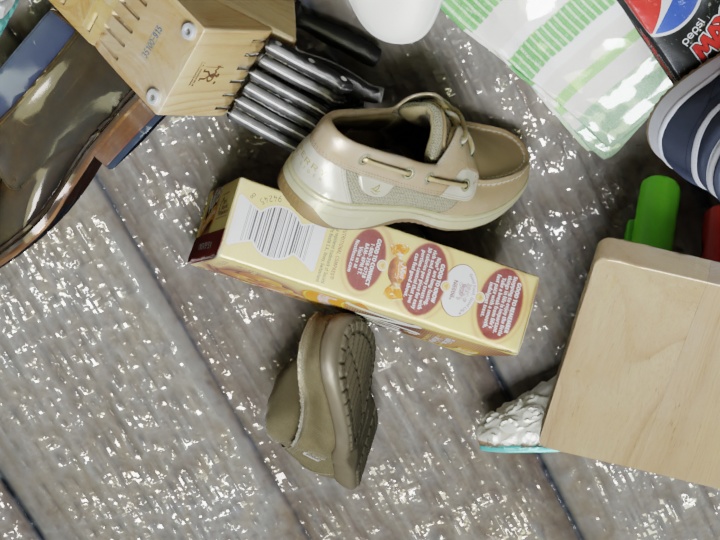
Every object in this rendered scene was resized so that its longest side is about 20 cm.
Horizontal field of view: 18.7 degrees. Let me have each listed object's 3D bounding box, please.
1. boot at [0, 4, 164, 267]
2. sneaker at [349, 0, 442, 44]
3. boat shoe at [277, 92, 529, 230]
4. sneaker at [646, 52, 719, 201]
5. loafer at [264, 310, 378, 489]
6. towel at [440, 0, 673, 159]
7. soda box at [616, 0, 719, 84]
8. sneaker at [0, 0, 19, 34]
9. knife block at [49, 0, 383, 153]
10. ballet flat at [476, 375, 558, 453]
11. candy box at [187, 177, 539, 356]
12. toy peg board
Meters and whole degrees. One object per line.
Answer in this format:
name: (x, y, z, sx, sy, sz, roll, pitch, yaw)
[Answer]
boot: (-0.209, -0.078, 1.367, 0.200, 0.075, 0.097, -41, 96, 20)
sneaker: (0.012, -0.219, 1.257, 0.072, 0.085, 0.201, 2, 115, 10)
boat shoe: (0.039, -0.070, 1.315, 0.199, 0.072, 0.065, -6, 138, -44)
sneaker: (0.261, -0.111, 1.230, 0.200, 0.109, 0.070, -41, 120, 6)
loafer: (-0.028, 0.087, 1.419, 0.067, 0.076, 0.200, 11, 151, 8)
towel: (0.135, -0.177, 1.333, 0.200, 0.023, 0.152, 40, 111, -21)
soda box: (0.172, -0.184, 1.276, 0.063, 0.071, 0.200, -36, 116, 6)
sneaker: (-0.250, -0.225, 1.277, 0.091, 0.078, 0.201, 3, 118, 15)
knife block: (-0.081, -0.148, 1.331, 0.200, 0.175, 0.064, 46, 117, 25)
ballet flat: (0.176, 0.089, 1.476, 0.198, 0.072, 0.072, 0, 121, -4)
candy box: (0.000, 0.000, 1.376, 0.199, 0.115, 0.056, 19, 84, -12)
toy peg board: (0.231, 0.039, 1.371, 0.198, 0.098, 0.201, 13, 142, 2)
